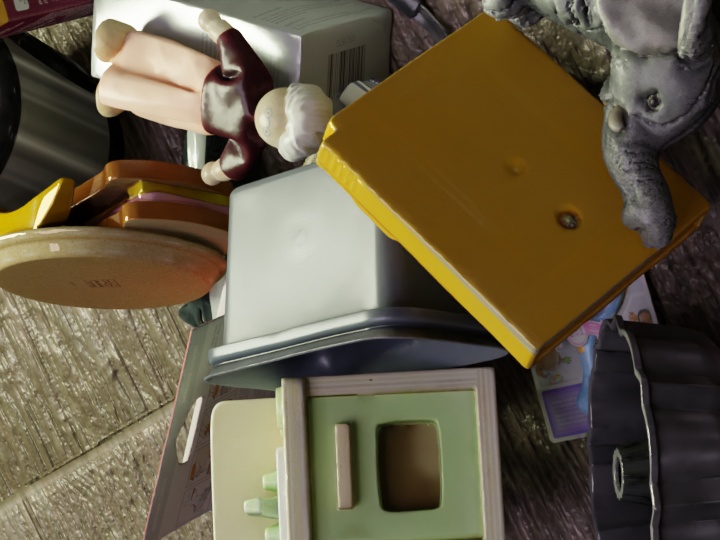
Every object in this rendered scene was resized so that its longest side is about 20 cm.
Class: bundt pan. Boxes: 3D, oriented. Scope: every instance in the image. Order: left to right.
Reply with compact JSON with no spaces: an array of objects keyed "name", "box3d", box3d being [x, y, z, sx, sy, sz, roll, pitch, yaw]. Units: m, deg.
[{"name":"bundt pan","box3d":[0.200,0.127,1.368,0.075,0.202,0.204,-3,108,-4]}]

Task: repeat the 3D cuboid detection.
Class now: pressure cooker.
[{"name":"pressure cooker","box3d":[-0.287,-0.094,1.691,0.178,0.200,0.177,-27,64,22]}]

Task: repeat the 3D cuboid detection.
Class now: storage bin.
[{"name":"storage bin","box3d":[0.000,0.000,1.429,0.199,0.145,0.136,-14,74,45]}]

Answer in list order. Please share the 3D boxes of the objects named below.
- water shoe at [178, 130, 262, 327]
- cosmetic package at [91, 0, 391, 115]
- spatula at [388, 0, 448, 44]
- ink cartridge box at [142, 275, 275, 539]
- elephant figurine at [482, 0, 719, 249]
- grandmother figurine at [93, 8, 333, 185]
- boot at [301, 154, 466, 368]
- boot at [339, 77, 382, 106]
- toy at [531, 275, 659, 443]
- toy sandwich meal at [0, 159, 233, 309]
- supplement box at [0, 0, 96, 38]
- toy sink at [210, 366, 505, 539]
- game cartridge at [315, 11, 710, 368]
[{"name":"water shoe","box3d":[-0.121,-0.043,1.648,0.078,0.071,0.202,8,109,38]},{"name":"cosmetic package","box3d":[-0.088,-0.165,1.555,0.199,0.112,0.082,19,116,35]},{"name":"spatula","box3d":[0.047,-0.170,1.502,0.200,0.020,0.057,47,127,18]},{"name":"ink cartridge box","box3d":[-0.104,0.093,1.611,0.043,0.173,0.201,30,122,27]},{"name":"elephant figurine","box3d":[0.184,-0.146,1.332,0.200,0.141,0.156,48,143,24]},{"name":"grandmother figurine","box3d":[-0.099,-0.115,1.472,0.199,0.060,0.122,16,125,37]},{"name":"boot","box3d":[0.011,0.005,1.559,0.155,0.073,0.201,37,135,31]},{"name":"boot","box3d":[0.083,-0.100,1.462,0.199,0.073,0.091,34,89,26]},{"name":"toy","box3d":[0.141,0.019,1.472,0.115,0.047,0.202,-15,95,39]},{"name":"toy sandwich meal","box3d":[-0.184,-0.025,1.571,0.204,0.204,0.071,-12,71,40]},{"name":"supplement box","box3d":[-0.240,-0.239,1.593,0.085,0.199,0.111,-16,94,41]},{"name":"toy sink","box3d":[-0.005,0.141,1.454,0.198,0.112,0.132,-2,79,0]},{"name":"game cartridge","box3d":[0.093,-0.056,1.349,0.200,0.176,0.033,44,148,17]}]
